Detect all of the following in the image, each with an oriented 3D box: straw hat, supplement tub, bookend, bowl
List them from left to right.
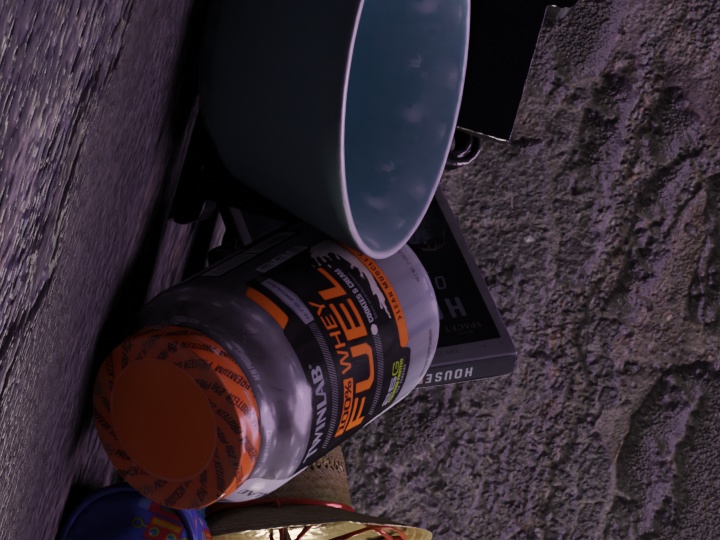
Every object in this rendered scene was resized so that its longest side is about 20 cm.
[{"bbox_3d":[-0.051,0.049,1.321,0.200,0.122,0.123,-32,144,-54],"label":"supplement tub"},{"bbox_3d":[-0.054,0.146,1.606,0.201,0.199,0.086,102,-17,-75],"label":"straw hat"},{"bbox_3d":[-0.020,-0.114,1.320,0.201,0.104,0.203,10,90,-72],"label":"bowl"},{"bbox_3d":[0.012,-0.100,1.448,0.092,0.198,0.200,-48,153,-87],"label":"bookend"}]

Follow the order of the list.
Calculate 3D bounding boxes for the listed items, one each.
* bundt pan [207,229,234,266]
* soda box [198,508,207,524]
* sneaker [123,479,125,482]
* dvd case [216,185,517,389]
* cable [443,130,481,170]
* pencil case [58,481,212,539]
[{"bbox_3d":[-0.071,0.027,1.690,0.203,0.075,0.202,-61,169,-20],"label":"bundt pan"},{"bbox_3d":[-0.134,0.195,1.734,0.201,0.067,0.064,-73,178,-53],"label":"soda box"},{"bbox_3d":[-0.105,0.102,1.492,0.200,0.080,0.148,-95,-163,-78],"label":"sneaker"},{"bbox_3d":[0.000,0.000,1.569,0.025,0.149,0.201,98,-23,-43],"label":"dvd case"},{"bbox_3d":[0.005,-0.142,1.528,0.097,0.201,0.050,-41,-172,-37],"label":"cable"},{"bbox_3d":[-0.127,0.166,1.387,0.200,0.077,0.088,91,5,-83],"label":"pencil case"}]
